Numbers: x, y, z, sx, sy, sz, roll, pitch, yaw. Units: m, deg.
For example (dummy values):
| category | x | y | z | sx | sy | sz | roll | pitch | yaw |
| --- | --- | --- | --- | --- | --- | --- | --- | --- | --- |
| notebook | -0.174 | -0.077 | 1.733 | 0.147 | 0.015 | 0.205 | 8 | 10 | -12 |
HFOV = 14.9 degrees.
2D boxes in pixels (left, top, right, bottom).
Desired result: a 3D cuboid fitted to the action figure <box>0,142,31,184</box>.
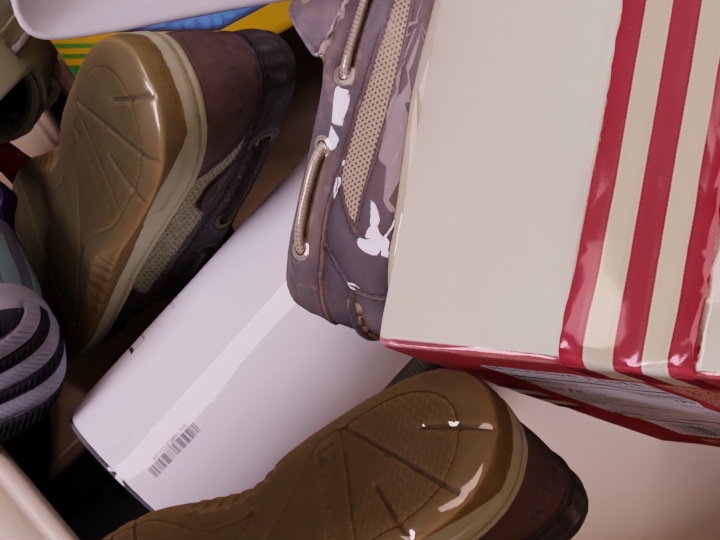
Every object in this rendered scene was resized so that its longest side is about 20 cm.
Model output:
| category | x | y | z | sx | sy | sz | roll | pitch | yaw |
| --- | --- | --- | --- | --- | --- | --- | --- | --- | --- |
| action figure | -0.168 | -0.112 | 1.092 | 0.065 | 0.052 | 0.200 | -23 | 59 | 15 |

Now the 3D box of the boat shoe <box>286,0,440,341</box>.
| category | x | y | z | sx | sy | sz | roll | pitch | yaw |
| --- | --- | --- | --- | --- | --- | --- | --- | --- | --- |
| boat shoe | 0.014 | -0.076 | 0.825 | 0.073 | 0.074 | 0.200 | 5 | 79 | 23 |

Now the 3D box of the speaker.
| category | x | y | z | sx | sy | sz | roll | pitch | yaw |
| --- | --- | --- | --- | --- | --- | --- | --- | --- | --- |
| speaker | 0.000 | 0.000 | 0.894 | 0.200 | 0.081 | 0.081 | -48 | 48 | -1 |

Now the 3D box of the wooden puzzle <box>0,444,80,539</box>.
| category | x | y | z | sx | sy | sz | roll | pitch | yaw |
| --- | --- | --- | --- | --- | --- | --- | --- | --- | --- |
| wooden puzzle | -0.189 | 0.125 | 0.902 | 0.200 | 0.037 | 0.185 | -48 | 54 | 4 |

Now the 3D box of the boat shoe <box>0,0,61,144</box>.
| category | x | y | z | sx | sy | sz | roll | pitch | yaw |
| --- | --- | --- | --- | --- | --- | --- | --- | --- | --- |
| boat shoe | -0.139 | -0.070 | 0.969 | 0.072 | 0.062 | 0.200 | -47 | 0 | 29 |

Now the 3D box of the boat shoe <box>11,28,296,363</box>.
| category | x | y | z | sx | sy | sz | roll | pitch | yaw |
| --- | --- | --- | --- | --- | --- | --- | --- | --- | --- |
| boat shoe | -0.070 | -0.023 | 0.922 | 0.066 | 0.201 | 0.072 | -12 | 72 | -23 |

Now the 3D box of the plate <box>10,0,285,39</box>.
| category | x | y | z | sx | sy | sz | roll | pitch | yaw |
| --- | --- | --- | --- | --- | --- | --- | --- | --- | --- |
| plate | -0.025 | -0.184 | 0.852 | 0.199 | 0.200 | 0.032 | -11 | 14 | -13 |

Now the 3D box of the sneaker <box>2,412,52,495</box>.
| category | x | y | z | sx | sy | sz | roll | pitch | yaw |
| --- | --- | --- | --- | --- | --- | --- | --- | --- | --- |
| sneaker | -0.168 | 0.117 | 0.950 | 0.104 | 0.060 | 0.200 | -12 | 60 | 24 |

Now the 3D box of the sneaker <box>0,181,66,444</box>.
| category | x | y | z | sx | sy | sz | roll | pitch | yaw |
| --- | --- | --- | --- | --- | --- | --- | --- | --- | --- |
| sneaker | -0.193 | 0.039 | 0.897 | 0.200 | 0.074 | 0.088 | -20 | 45 | 1 |

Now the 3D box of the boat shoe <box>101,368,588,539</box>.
| category | x | y | z | sx | sy | sz | roll | pitch | yaw |
| --- | --- | --- | --- | --- | --- | --- | --- | --- | --- |
| boat shoe | -0.023 | 0.098 | 0.789 | 0.200 | 0.065 | 0.073 | -29 | 41 | 31 |

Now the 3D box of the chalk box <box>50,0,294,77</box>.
| category | x | y | z | sx | sy | sz | roll | pitch | yaw |
| --- | --- | --- | --- | --- | --- | --- | --- | --- | --- |
| chalk box | -0.028 | -0.164 | 0.955 | 0.200 | 0.124 | 0.125 | -27 | 20 | 18 |

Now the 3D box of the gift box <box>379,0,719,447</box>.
| category | x | y | z | sx | sy | sz | roll | pitch | yaw |
| --- | --- | --- | --- | --- | --- | --- | --- | --- | --- |
| gift box | 0.127 | -0.046 | 0.776 | 0.184 | 0.200 | 0.187 | 6 | 82 | 32 |
